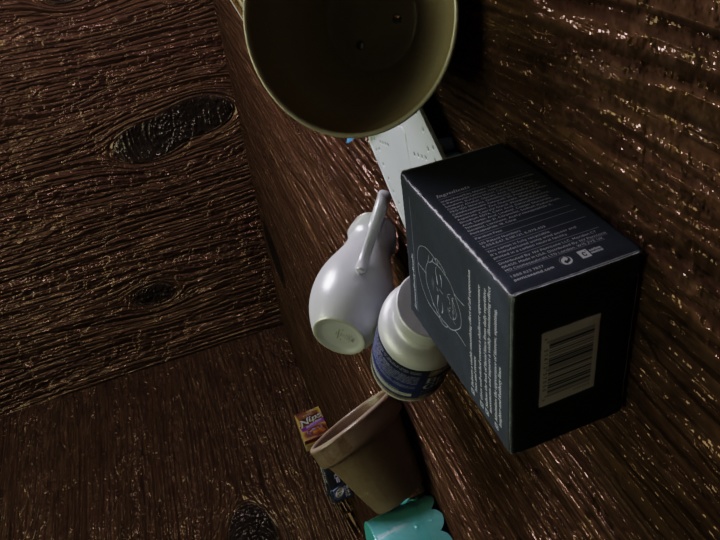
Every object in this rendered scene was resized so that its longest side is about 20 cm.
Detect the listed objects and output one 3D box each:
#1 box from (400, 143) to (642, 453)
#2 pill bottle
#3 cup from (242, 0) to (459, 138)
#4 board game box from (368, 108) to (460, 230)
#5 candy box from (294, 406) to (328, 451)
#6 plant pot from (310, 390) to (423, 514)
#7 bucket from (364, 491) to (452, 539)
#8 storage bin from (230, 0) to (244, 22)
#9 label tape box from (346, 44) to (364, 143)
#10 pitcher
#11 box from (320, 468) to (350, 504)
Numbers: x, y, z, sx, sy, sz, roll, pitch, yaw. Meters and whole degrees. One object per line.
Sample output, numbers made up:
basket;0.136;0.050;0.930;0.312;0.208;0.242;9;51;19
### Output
box;0.119;0.012;0.555;0.201;0.104;0.152;-123;20;-53
pill bottle;0.072;0.083;0.849;0.201;0.108;0.114;98;153;-63
cup;0.002;-0.243;0.655;0.144;0.194;0.206;-58;-42;-68
board game box;0.059;-0.150;0.821;0.202;0.025;0.204;97;154;-62
candy box;-0.200;0.660;2.831;0.200;0.113;0.058;-132;28;-64
plant pot;0.028;0.352;1.281;0.177;0.198;0.200;55;166;5
bucket;0.095;0.536;1.261;0.207;0.131;0.214;165;90;-78
storage bin;-0.095;-0.418;0.753;0.201;0.092;0.200;58;134;16
label tape box;-0.038;-0.289;0.938;0.143;0.064;0.207;-172;77;-78
pitcher;0.000;0.000;0.971;0.174;0.118;0.204;103;-174;-52
box;-0.101;0.785;2.602;0.200;0.084;0.169;144;111;-78
